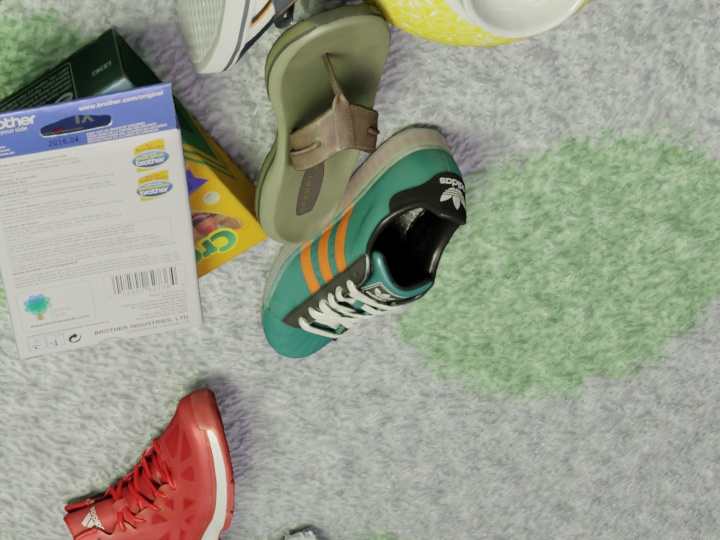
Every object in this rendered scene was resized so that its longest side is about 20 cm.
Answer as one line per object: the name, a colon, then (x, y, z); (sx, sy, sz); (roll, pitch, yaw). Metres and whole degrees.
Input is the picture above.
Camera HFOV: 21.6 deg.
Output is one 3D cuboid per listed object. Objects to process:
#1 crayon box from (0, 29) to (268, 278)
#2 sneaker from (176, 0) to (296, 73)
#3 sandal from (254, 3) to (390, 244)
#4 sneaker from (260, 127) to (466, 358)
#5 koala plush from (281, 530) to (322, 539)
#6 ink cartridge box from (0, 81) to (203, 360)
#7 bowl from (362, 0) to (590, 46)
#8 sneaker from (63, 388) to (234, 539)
crayon box: (-0.146, -0.044, 1.187); (0.125, 0.052, 0.200); (-30, 136, 12)
sneaker: (-0.050, -0.175, 1.044); (0.079, 0.079, 0.200); (-11, 161, -21)
sandal: (-0.016, -0.081, 1.132); (0.079, 0.058, 0.202); (-19, 145, -22)
sneaker: (0.000, 0.000, 1.259); (0.071, 0.080, 0.200); (17, 126, -32)
koala plush: (-0.059, 0.323, 1.513); (0.177, 0.184, 0.201); (-34, 94, 12)
ink cartridge box: (-0.161, -0.035, 1.124); (0.118, 0.042, 0.201); (-11, 138, -8)
bowl: (0.081, -0.195, 1.073); (0.198, 0.108, 0.201); (-10, 137, -10)
sneaker: (-0.157, 0.169, 1.378); (0.114, 0.079, 0.201); (-6, 134, -15)
